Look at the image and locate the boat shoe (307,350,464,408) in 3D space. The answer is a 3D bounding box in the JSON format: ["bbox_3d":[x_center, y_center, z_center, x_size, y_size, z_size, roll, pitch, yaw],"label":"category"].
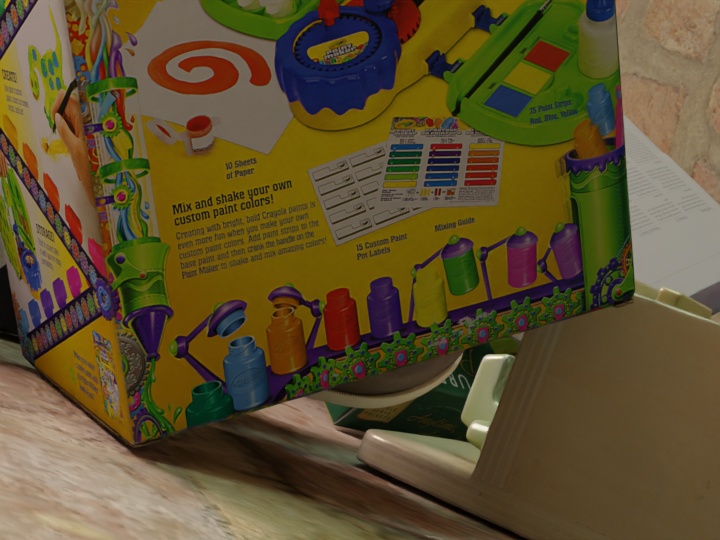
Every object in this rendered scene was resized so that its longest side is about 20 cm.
[{"bbox_3d":[-0.019,0.014,0.704,0.199,0.060,0.072,5,45,-39],"label":"boat shoe"}]

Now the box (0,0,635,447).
[{"bbox_3d":[-0.022,-0.069,0.565,0.199,0.194,0.122,-14,17,-26],"label":"box"}]

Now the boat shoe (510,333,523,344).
[{"bbox_3d":[0.029,-0.034,0.793,0.199,0.062,0.072,34,-1,-34],"label":"boat shoe"}]

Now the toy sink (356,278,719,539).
[{"bbox_3d":[0.121,0.065,0.672,0.199,0.113,0.130,21,1,28],"label":"toy sink"}]

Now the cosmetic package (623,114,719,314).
[{"bbox_3d":[0.139,-0.027,0.937,0.151,0.052,0.199,44,30,18],"label":"cosmetic package"}]

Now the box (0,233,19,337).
[{"bbox_3d":[-0.207,-0.060,0.693,0.132,0.116,0.199,19,2,-43],"label":"box"}]

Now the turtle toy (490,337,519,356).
[{"bbox_3d":[0.111,0.009,1.011,0.199,0.101,0.146,32,31,-7],"label":"turtle toy"}]

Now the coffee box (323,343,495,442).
[{"bbox_3d":[0.000,0.000,0.849,0.123,0.044,0.201,19,37,-49],"label":"coffee box"}]
